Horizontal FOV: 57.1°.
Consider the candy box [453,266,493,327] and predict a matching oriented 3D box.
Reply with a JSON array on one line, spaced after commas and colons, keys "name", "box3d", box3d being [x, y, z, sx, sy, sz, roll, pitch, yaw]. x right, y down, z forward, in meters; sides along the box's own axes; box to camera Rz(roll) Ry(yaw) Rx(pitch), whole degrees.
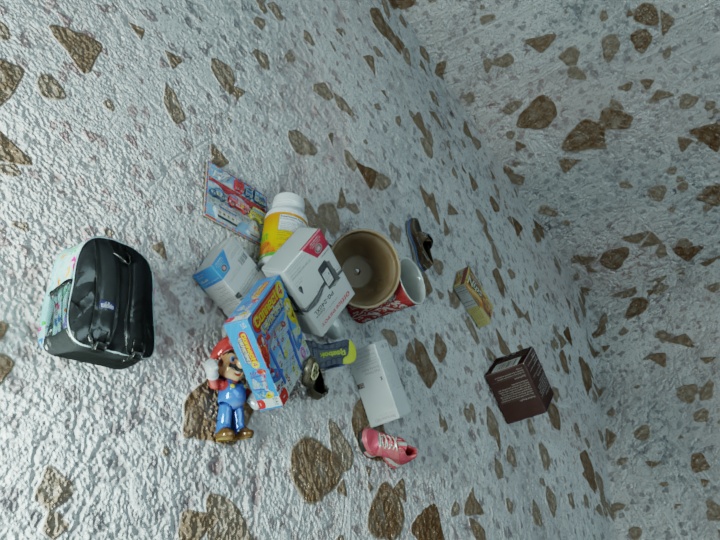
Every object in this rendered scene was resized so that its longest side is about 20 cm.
[{"name": "candy box", "box3d": [0.430, 0.101, 2.508, 0.202, 0.055, 0.116, 54, 33, -19]}]

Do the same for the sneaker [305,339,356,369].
[{"name": "sneaker", "box3d": [-0.107, 0.209, 1.589, 0.196, 0.082, 0.076, 5, 73, -35]}]

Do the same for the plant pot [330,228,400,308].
[{"name": "plant pot", "box3d": [0.000, 0.000, 1.718, 0.195, 0.093, 0.207, 2, 82, -14]}]

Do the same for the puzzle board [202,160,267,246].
[{"name": "puzzle board", "box3d": [-0.295, -0.157, 1.586, 0.198, 0.017, 0.154, 30, 46, -45]}]

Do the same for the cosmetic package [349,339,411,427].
[{"name": "cosmetic package", "box3d": [0.048, 0.297, 1.738, 0.073, 0.100, 0.204, -5, 73, -57]}]

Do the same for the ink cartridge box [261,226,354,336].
[{"name": "ink cartridge box", "box3d": [-0.113, 0.026, 1.504, 0.146, 0.082, 0.202, -51, 128, -31]}]

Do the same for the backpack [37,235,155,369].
[{"name": "backpack", "box3d": [-0.432, 0.053, 1.098, 0.176, 0.148, 0.205, 25, 56, -51]}]

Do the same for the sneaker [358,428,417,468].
[{"name": "sneaker", "box3d": [0.073, 0.443, 1.690, 0.199, 0.086, 0.075, 36, 41, -41]}]

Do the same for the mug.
[{"name": "mug", "box3d": [0.061, 0.043, 1.830, 0.132, 0.197, 0.182, 22, 51, -48]}]

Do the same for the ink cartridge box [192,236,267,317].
[{"name": "ink cartridge box", "box3d": [-0.261, 0.043, 1.452, 0.201, 0.067, 0.117, 53, 34, -21]}]

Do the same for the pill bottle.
[{"name": "pill bottle", "box3d": [-0.184, -0.083, 1.601, 0.110, 0.109, 0.204, 34, 49, -41]}]

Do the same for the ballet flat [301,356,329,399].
[{"name": "ballet flat", "box3d": [-0.100, 0.248, 1.489, 0.201, 0.045, 0.069, 86, 23, -61]}]

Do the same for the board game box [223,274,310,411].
[{"name": "board game box", "box3d": [-0.185, 0.144, 1.359, 0.201, 0.055, 0.200, -64, 138, -62]}]

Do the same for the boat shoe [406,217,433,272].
[{"name": "boat shoe", "box3d": [0.215, -0.096, 2.286, 0.072, 0.071, 0.205, 16, 57, -52]}]

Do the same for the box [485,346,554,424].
[{"name": "box", "box3d": [0.586, 0.420, 2.432, 0.164, 0.164, 0.204, -31, 96, -60]}]

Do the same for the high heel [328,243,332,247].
[{"name": "high heel", "box3d": [-0.101, -0.004, 1.703, 0.197, 0.071, 0.145, 18, 38, -43]}]

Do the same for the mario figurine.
[{"name": "mario figurine", "box3d": [-0.247, 0.230, 1.309, 0.124, 0.103, 0.205, 84, -1, -77]}]

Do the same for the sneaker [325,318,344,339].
[{"name": "sneaker", "box3d": [-0.128, 0.124, 1.613, 0.200, 0.073, 0.116, 45, 37, -16]}]
